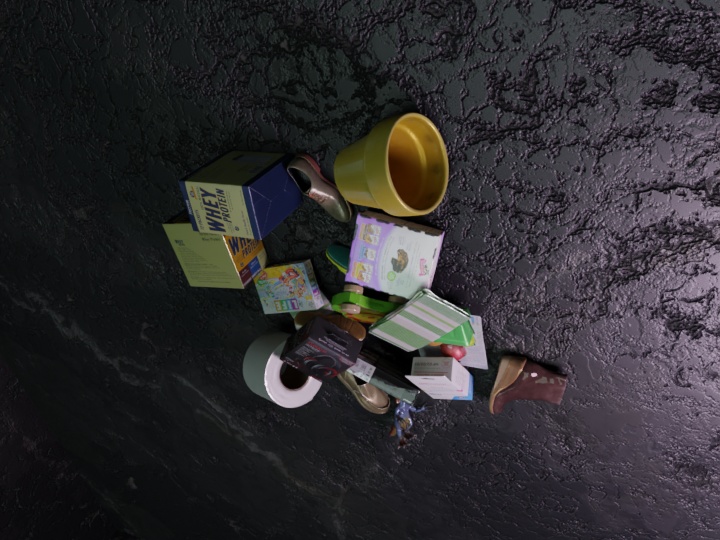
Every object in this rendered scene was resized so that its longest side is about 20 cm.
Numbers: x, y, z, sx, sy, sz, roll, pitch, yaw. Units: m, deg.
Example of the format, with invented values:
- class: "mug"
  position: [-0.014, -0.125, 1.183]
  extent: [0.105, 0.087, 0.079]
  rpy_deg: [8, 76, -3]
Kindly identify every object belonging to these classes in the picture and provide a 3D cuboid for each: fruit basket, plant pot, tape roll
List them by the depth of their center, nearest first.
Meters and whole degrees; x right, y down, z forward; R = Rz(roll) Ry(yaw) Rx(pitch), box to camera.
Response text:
- class: "plant pot"
  position: [0.051, -0.211, 1.148]
  extent: [0.188, 0.201, 0.201]
  rpy_deg: [0, 124, 44]
- class: "fruit basket"
  position: [0.227, 0.172, 1.403]
  extent: [0.184, 0.094, 0.200]
  rpy_deg: [4, 140, 26]
- class: "tape roll"
  position: [-0.223, 0.284, 1.602]
  extent: [0.139, 0.203, 0.203]
  rpy_deg: [6, 128, 51]

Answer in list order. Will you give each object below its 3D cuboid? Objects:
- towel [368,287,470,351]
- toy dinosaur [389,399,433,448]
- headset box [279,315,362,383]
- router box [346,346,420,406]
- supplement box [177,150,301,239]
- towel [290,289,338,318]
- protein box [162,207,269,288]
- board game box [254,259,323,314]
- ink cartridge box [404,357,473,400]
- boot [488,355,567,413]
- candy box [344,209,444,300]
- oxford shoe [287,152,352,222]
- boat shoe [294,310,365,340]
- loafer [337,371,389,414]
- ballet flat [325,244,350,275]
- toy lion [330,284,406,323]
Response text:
- class: "towel"
  position: [0.135, 0.123, 1.298]
  extent: [0.152, 0.023, 0.200]
  rpy_deg: [29, 131, -26]
- class: "toy dinosaur"
  position: [0.113, 0.430, 1.635]
  extent: [0.199, 0.105, 0.182]
  rpy_deg: [-9, 98, 46]
- class: "headset box"
  position: [-0.102, 0.208, 1.454]
  extent: [0.148, 0.075, 0.200]
  rpy_deg: [32, 140, -17]
- class: "router box"
  position: [0.071, 0.287, 1.510]
  extent: [0.199, 0.149, 0.051]
  rpy_deg: [27, 96, 9]
- class: "supplement box"
  position: [-0.282, -0.188, 1.321]
  extent: [0.199, 0.200, 0.135]
  rpy_deg: [8, 125, 24]
- class: "towel"
  position: [-0.107, 0.157, 1.584]
  extent: [0.152, 0.023, 0.200]
  rpy_deg: [-27, 106, 38]
- class: "protein box"
  position: [-0.390, -0.073, 1.503]
  extent: [0.198, 0.135, 0.201]
  rpy_deg: [1, 123, 28]
- class: "board game box"
  position: [-0.206, 0.048, 1.532]
  extent: [0.199, 0.034, 0.135]
  rpy_deg: [-8, 104, 35]
- class: "ink cartridge box"
  position: [0.206, 0.274, 1.424]
  extent: [0.115, 0.068, 0.200]
  rpy_deg: [-5, 150, 29]
- class: "boot"
  position: [0.420, 0.314, 1.394]
  extent: [0.166, 0.072, 0.201]
  rpy_deg: [18, 125, 18]
- class: "candy box"
  position: [0.079, -0.034, 1.290]
  extent: [0.199, 0.072, 0.169]
  rpy_deg: [17, 108, 13]
- class: "oxford shoe"
  position: [-0.101, -0.184, 1.313]
  extent: [0.200, 0.075, 0.070]
  rpy_deg: [46, 130, -9]
- class: "boat shoe"
  position: [-0.083, 0.164, 1.512]
  extent: [0.199, 0.071, 0.070]
  rpy_deg: [14, 138, 8]
- class: "loafer"
  position: [0.014, 0.346, 1.628]
  extent: [0.200, 0.076, 0.067]
  rpy_deg: [41, 138, -4]
- class: "ballet flat"
  position: [0.000, 0.000, 1.400]
  extent: [0.199, 0.067, 0.067]
  rpy_deg: [21, 139, 11]
- class: "toy lion"
  position: [0.013, 0.100, 1.399]
  extent: [0.199, 0.069, 0.192]
  rpy_deg: [16, 162, -24]
